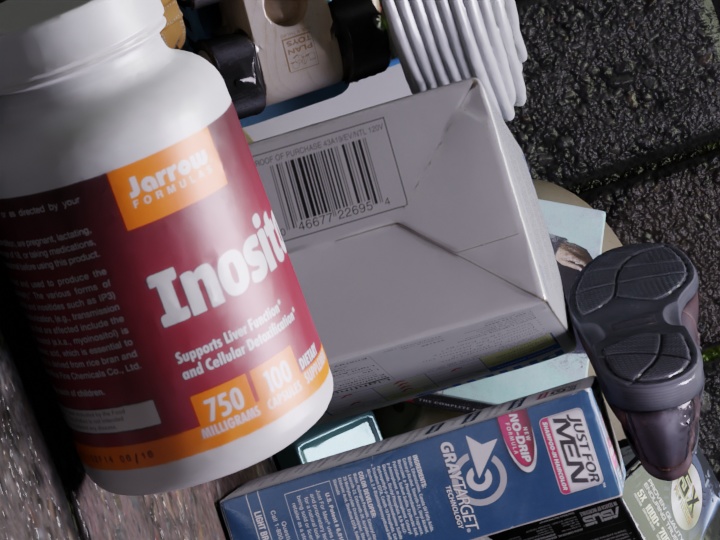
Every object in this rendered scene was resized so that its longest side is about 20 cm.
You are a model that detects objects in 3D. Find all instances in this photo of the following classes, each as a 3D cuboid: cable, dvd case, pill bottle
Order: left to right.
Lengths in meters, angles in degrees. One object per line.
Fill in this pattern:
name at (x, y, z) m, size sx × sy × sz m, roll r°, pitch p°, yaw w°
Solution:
pill bottle at (-0.093, -0.018, 1.203) m, size 0.113 × 0.113 × 0.200 m, roll -86°, pitch 157°, yaw -73°
dvd case at (0.038, 0.012, 1.710) m, size 0.022 × 0.200 × 0.146 m, roll 101°, pitch -1°, yaw -60°
cable at (0.039, -0.171, 1.587) m, size 0.200 × 0.069 × 0.200 m, roll -103°, pitch 176°, yaw -53°

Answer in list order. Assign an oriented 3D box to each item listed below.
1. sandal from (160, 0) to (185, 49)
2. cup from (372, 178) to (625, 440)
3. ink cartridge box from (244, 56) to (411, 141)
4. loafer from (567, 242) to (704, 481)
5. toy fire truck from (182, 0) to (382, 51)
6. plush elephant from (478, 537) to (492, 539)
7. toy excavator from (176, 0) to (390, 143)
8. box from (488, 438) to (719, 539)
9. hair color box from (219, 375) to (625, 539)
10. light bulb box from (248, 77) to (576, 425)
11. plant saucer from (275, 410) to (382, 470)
sandal at (-0.118, -0.130, 1.543) m, size 0.200 × 0.055 × 0.082 m, roll -56°, pitch 128°, yaw -82°
cup at (0.058, 0.049, 1.796) m, size 0.143 × 0.200 × 0.200 m, roll -9°, pitch 77°, yaw -41°
ink cartridge box at (-0.008, -0.062, 1.868) m, size 0.200 × 0.146 × 0.084 m, roll 33°, pitch 37°, yaw -78°
loafer at (0.151, 0.046, 1.560) m, size 0.200 × 0.072 × 0.063 m, roll -85°, pitch 165°, yaw -68°
toy fire truck at (-0.047, -0.201, 1.708) m, size 0.129 × 0.200 × 0.176 m, roll -43°, pitch 122°, yaw -41°
plush elephant at (0.050, 0.236, 1.573) m, size 0.155 × 0.200 × 0.165 m, roll 50°, pitch 21°, yaw -18°
toy excavator at (-0.064, -0.125, 1.637) m, size 0.200 × 0.100 × 0.195 m, roll 25°, pitch -48°, yaw 67°
box at (0.128, 0.196, 1.660) m, size 0.086 × 0.200 × 0.164 m, roll -36°, pitch 100°, yaw -48°
hair color box at (0.035, 0.114, 1.525) m, size 0.100 × 0.200 × 0.061 m, roll -21°, pitch 93°, yaw -83°
light bulb box at (0.000, 0.000, 1.550) m, size 0.200 × 0.198 × 0.125 m, roll 44°, pitch 31°, yaw -78°
plant saucer at (0.012, 0.180, 1.724) m, size 0.019 × 0.070 × 0.200 m, roll -10°, pitch -79°, yaw 60°
